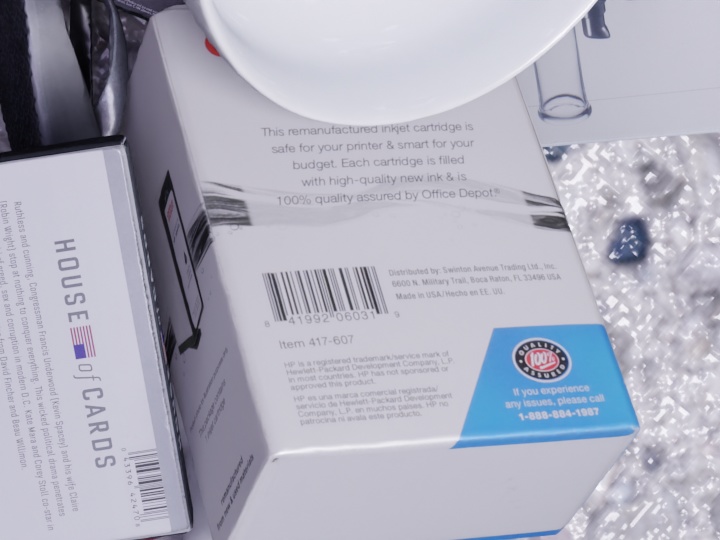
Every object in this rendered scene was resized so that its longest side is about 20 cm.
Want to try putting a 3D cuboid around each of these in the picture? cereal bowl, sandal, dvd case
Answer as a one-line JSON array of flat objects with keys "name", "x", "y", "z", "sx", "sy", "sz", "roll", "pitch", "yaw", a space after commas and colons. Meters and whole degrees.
[{"name": "cereal bowl", "x": 0.011, "y": -0.157, "z": 0.859, "sx": 0.200, "sy": 0.083, "sz": 0.200, "roll": -20, "pitch": 133, "yaw": -23}, {"name": "sandal", "x": -0.113, "y": -0.062, "z": 0.940, "sx": 0.043, "sy": 0.076, "sz": 0.201, "roll": -8, "pitch": 79, "yaw": -21}, {"name": "dvd case", "x": -0.171, "y": 0.038, "z": 0.875, "sx": 0.200, "sy": 0.025, "sz": 0.151, "roll": -8, "pitch": 104, "yaw": 1}]

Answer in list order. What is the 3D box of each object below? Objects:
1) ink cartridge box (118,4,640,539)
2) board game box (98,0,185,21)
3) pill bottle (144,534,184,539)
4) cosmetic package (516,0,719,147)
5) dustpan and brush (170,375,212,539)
[{"name": "ink cartridge box", "x": 0.000, "y": 0.000, "z": 0.909, "sx": 0.146, "sy": 0.084, "sz": 0.200, "roll": -2, "pitch": 56, "yaw": -22}, {"name": "board game box", "x": -0.133, "y": -0.177, "z": 0.984, "sx": 0.200, "sy": 0.023, "sz": 0.105, "roll": 23, "pitch": 97, "yaw": -5}, {"name": "pill bottle", "x": -0.130, "y": 0.165, "z": 0.971, "sx": 0.200, "sy": 0.114, "sz": 0.114, "roll": -17, "pitch": 96, "yaw": 0}, {"name": "cosmetic package", "x": 0.125, "y": -0.128, "z": 0.923, "sx": 0.052, "sy": 0.200, "sz": 0.151, "roll": -16, "pitch": 99, "yaw": -44}, {"name": "dustpan and brush", "x": -0.070, "y": 0.052, "z": 0.950, "sx": 0.139, "sy": 0.200, "sz": 0.057, "roll": -11, "pitch": 130, "yaw": -2}]
